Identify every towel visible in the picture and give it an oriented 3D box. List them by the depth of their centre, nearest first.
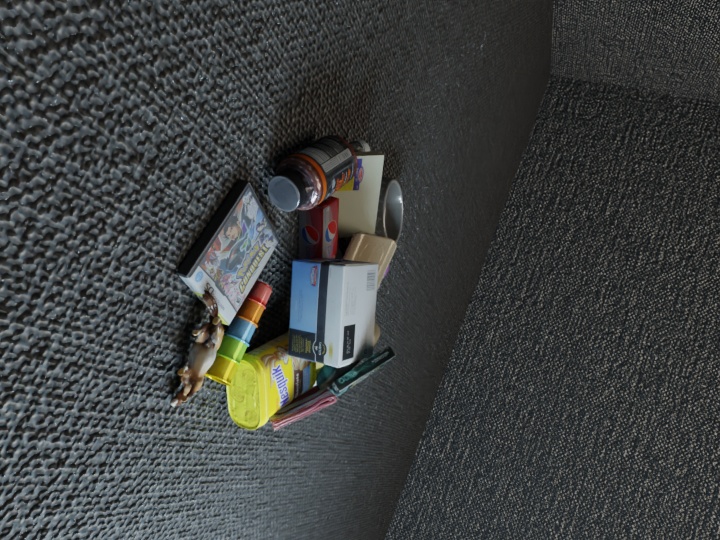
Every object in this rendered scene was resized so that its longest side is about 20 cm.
[{"bbox_3d":[-0.133,0.290,1.256,0.200,0.144,0.023,165,-97,-77],"label":"towel"}]

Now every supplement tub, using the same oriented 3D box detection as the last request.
[{"bbox_3d":[-0.094,-0.183,1.106,0.200,0.107,0.107,-45,146,-48],"label":"supplement tub"}]

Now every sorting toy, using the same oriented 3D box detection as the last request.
[{"bbox_3d":[0.000,0.000,1.367,0.200,0.036,0.186,6,110,-62],"label":"sorting toy"}]

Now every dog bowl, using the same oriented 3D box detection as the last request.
[{"bbox_3d":[0.063,-0.153,1.518,0.200,0.058,0.201,4,90,-70],"label":"dog bowl"}]

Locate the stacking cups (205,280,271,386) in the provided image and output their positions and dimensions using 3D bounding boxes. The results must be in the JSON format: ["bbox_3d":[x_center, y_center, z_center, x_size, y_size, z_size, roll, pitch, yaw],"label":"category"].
[{"bbox_3d":[-0.228,0.112,1.080,0.061,0.060,0.201,60,47,-62],"label":"stacking cups"}]

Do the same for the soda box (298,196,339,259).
[{"bbox_3d":[-0.092,-0.064,1.258,0.070,0.063,0.201,-44,144,-50],"label":"soda box"}]

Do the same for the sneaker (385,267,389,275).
[{"bbox_3d":[0.037,0.028,1.635,0.201,0.072,0.114,-64,161,-19],"label":"sneaker"}]

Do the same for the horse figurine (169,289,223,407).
[{"bbox_3d":[-0.267,0.137,0.955,0.133,0.050,0.201,133,-25,-78],"label":"horse figurine"}]

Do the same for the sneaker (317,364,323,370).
[{"bbox_3d":[-0.107,0.191,1.425,0.081,0.075,0.201,31,77,-51],"label":"sneaker"}]

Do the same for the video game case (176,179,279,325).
[{"bbox_3d":[-0.224,-0.028,1.017,0.200,0.025,0.181,-62,156,-24],"label":"video game case"}]

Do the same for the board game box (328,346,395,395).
[{"bbox_3d":[-0.002,0.219,1.223,0.135,0.028,0.200,-31,170,-14],"label":"board game box"}]

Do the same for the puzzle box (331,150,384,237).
[{"bbox_3d":[-0.022,-0.166,1.276,0.132,0.025,0.201,-5,124,-18],"label":"puzzle box"}]

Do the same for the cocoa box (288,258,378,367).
[{"bbox_3d":[-0.056,0.078,1.173,0.133,0.131,0.201,-4,99,-57],"label":"cocoa box"}]

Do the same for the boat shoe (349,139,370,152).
[{"bbox_3d":[-0.033,-0.199,1.311,0.071,0.072,0.201,-13,118,-43],"label":"boat shoe"}]

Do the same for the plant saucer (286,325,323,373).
[{"bbox_3d":[-0.101,0.161,1.361,0.199,0.031,0.201,-11,107,-38],"label":"plant saucer"}]

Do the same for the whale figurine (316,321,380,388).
[{"bbox_3d":[-0.043,0.174,1.305,0.200,0.104,0.159,-47,179,-37],"label":"whale figurine"}]

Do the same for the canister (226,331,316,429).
[{"bbox_3d":[-0.179,0.217,1.197,0.200,0.086,0.149,-25,118,-57],"label":"canister"}]

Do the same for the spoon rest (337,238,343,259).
[{"bbox_3d":[-0.052,-0.020,1.419,0.099,0.060,0.201,-35,151,-55],"label":"spoon rest"}]
